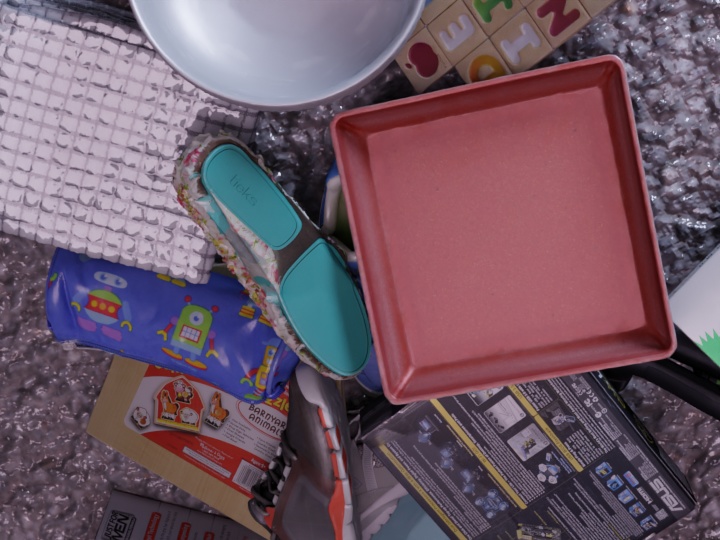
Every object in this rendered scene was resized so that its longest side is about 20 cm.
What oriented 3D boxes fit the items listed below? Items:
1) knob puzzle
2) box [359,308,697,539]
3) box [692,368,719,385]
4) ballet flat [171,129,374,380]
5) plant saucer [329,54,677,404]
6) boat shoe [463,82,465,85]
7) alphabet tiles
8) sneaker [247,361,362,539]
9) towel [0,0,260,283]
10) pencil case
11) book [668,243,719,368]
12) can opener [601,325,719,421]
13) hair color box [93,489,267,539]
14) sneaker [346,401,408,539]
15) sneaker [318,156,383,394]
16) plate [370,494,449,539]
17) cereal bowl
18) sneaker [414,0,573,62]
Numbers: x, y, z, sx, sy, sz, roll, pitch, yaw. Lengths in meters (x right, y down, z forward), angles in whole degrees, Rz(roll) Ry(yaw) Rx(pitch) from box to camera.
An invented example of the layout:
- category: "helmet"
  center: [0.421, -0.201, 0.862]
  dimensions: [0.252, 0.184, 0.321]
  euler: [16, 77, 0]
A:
- category: "knob puzzle"
  center: [-0.095, 0.079, 1.254]
  dimensions: [0.218, 0.030, 0.221]
  euler: [4, 104, 15]
- category: "box"
  center: [0.121, 0.136, 1.186]
  dimensions: [0.161, 0.049, 0.200]
  euler: [-37, 109, 12]
- category: "box"
  center: [0.362, 0.018, 1.193]
  dimensions: [0.199, 0.048, 0.194]
  euler: [12, 117, -1]
- category: "ballet flat"
  center: [-0.060, -0.012, 1.121]
  dimensions: [0.076, 0.064, 0.201]
  euler: [-41, 112, -23]
- category: "plant saucer"
  center: [0.095, -0.026, 1.098]
  dimensions: [0.198, 0.037, 0.201]
  euler: [-11, 94, 12]
- category: "boat shoe"
  center: [0.100, -0.036, 1.171]
  dimensions: [0.062, 0.073, 0.201]
  euler: [1, 114, 6]
- category: "alphabet tiles"
  center: [0.080, -0.212, 1.076]
  dimensions: [0.200, 0.006, 0.167]
  euler: [-37, 85, 33]
- category: "sneaker"
  center: [-0.045, 0.160, 1.200]
  dimensions: [0.081, 0.077, 0.201]
  euler: [-5, 116, 3]
- category: "towel"
  center: [-0.175, -0.099, 1.155]
  dimensions: [0.199, 0.086, 0.167]
  euler: [14, 108, -8]
- category: "pencil case"
  center: [-0.136, 0.036, 1.196]
  dimensions: [0.199, 0.078, 0.087]
  euler: [16, 85, 11]
- category: "book"
  center: [0.320, 0.000, 1.124]
  dimensions: [0.134, 0.048, 0.200]
  euler: [43, 96, 2]
- category: "can opener"
  center: [0.222, 0.063, 1.193]
  dimensions: [0.199, 0.064, 0.079]
  euler: [20, 160, 20]
- category: "hair color box"
  center: [-0.115, 0.247, 1.301]
  dimensions: [0.199, 0.102, 0.062]
  euler: [16, 115, -3]
- category: "sneaker"
  center: [0.017, 0.128, 1.250]
  dimensions: [0.082, 0.075, 0.200]
  euler: [33, 113, -12]
- category: "sneaker"
  center: [0.000, 0.000, 1.183]
  dimensions: [0.075, 0.077, 0.201]
  euler: [1, 111, 21]
- category: "plate"
  center: [0.098, 0.238, 1.325]
  dimensions: [0.199, 0.026, 0.201]
  euler: [1, 115, 2]
- category: "cereal bowl"
  center: [-0.051, -0.201, 1.083]
  dimensions: [0.199, 0.083, 0.202]
  euler: [0, 90, 3]
- category: "sneaker"
  center: [0.121, -0.196, 1.094]
  dimensions: [0.199, 0.080, 0.074]
  euler: [-29, 112, 18]
